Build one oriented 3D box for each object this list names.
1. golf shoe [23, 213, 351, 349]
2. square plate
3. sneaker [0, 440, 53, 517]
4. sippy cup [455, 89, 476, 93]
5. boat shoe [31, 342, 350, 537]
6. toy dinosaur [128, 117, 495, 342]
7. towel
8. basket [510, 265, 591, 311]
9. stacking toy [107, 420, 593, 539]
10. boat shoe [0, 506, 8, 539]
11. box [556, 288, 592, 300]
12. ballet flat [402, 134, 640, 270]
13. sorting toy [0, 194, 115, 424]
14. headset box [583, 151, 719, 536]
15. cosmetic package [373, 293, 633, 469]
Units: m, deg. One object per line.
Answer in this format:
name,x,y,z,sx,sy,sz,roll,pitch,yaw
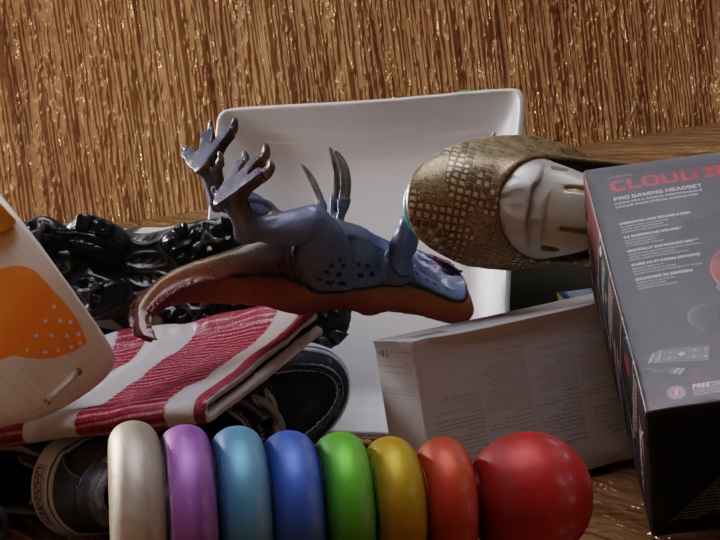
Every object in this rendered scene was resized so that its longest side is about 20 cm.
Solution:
golf shoe,-0.099,0.010,1.138,0.199,0.078,0.095,11,-12,6
square plate,0.000,0.000,1.146,0.197,0.201,0.028,-2,-14,26
sneaker,-0.148,0.102,1.064,0.199,0.071,0.076,-14,24,-9
sippy cup,0.063,-0.036,1.391,0.178,0.140,0.130,-33,15,40
boat shoe,-0.069,0.084,1.015,0.200,0.072,0.068,-17,9,-41
toy dinosaur,-0.017,-0.003,1.031,0.200,0.181,0.105,-54,33,-13
towel,-0.134,0.055,1.017,0.199,0.023,0.144,-8,14,25
basket,0.084,0.010,1.229,0.199,0.137,0.180,-2,24,16
stacking toy,-0.002,0.101,0.820,0.199,0.086,0.085,-2,5,-8
boat shoe,-0.252,0.122,0.895,0.199,0.074,0.065,-13,3,-38
box,0.213,0.035,1.106,0.199,0.070,0.064,-8,8,0
ballet flat,0.116,-0.032,1.010,0.199,0.071,0.065,0,3,-35
sorting toy,-0.247,0.029,0.994,0.180,0.107,0.200,-36,29,-12
headset box,0.184,0.017,0.901,0.148,0.075,0.200,-7,36,2
cosmetic package,0.109,0.056,1.000,0.199,0.083,0.051,-10,2,-25
